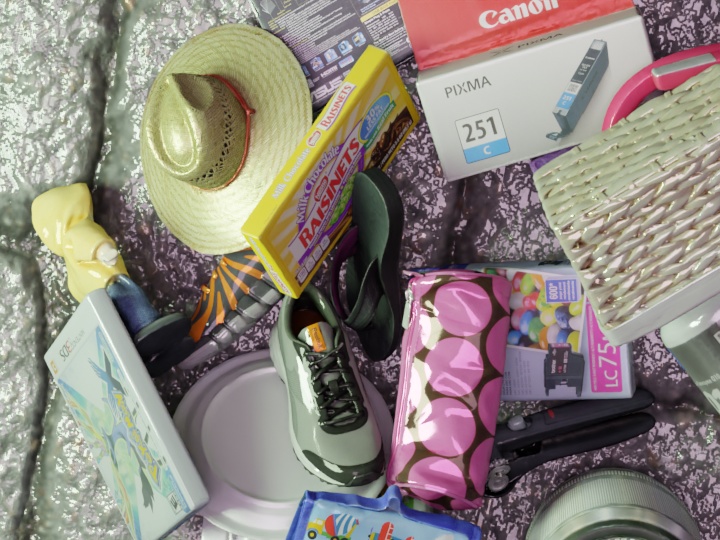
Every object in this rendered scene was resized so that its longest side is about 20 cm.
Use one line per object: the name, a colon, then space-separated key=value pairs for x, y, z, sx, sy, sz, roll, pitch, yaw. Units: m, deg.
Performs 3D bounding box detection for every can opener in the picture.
can opener: x=0.165 y=0.143 z=1.671 sx=0.198 sy=0.079 sz=0.064 roll=-17 pitch=134 yaw=-2

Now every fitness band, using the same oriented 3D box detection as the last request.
fitness band: x=0.299 y=-0.117 z=1.594 sx=0.198 sy=0.038 sz=0.145 roll=-11 pitch=119 yaw=-1

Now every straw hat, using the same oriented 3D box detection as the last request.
straw hat: x=-0.138 y=-0.119 z=1.617 sx=0.199 sy=0.085 sz=0.203 roll=-4 pitch=82 yaw=32

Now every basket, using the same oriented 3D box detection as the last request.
basket: x=0.249 y=-0.057 z=1.525 sx=0.199 sy=0.136 sz=0.124 roll=-30 pitch=114 yaw=10

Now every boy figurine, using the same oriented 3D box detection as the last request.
boy figurine: x=-0.220 y=0.005 z=1.664 sx=0.064 sy=0.125 sz=0.200 roll=-29 pitch=58 yaw=-16

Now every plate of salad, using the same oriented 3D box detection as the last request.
plate of salad: x=-0.068 y=0.154 z=1.660 sx=0.198 sy=0.201 sz=0.048 roll=7 pitch=142 yaw=4

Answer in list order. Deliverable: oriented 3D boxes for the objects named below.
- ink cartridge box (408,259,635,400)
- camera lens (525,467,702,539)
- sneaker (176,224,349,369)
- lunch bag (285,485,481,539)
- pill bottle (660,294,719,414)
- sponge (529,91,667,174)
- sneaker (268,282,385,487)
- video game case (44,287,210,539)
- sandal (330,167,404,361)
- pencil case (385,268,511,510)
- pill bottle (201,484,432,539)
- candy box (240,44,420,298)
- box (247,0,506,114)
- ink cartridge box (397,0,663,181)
ink cartridge box: x=0.138 y=0.053 z=1.668 sx=0.198 sy=0.042 sz=0.121 roll=-2 pitch=100 yaw=17
camera lens: x=0.217 y=0.260 z=1.620 sx=0.158 sy=0.200 sz=0.162 roll=1 pitch=97 yaw=5
sneaker: x=-0.113 y=-0.011 z=1.685 sx=0.200 sy=0.078 sz=0.112 roll=-43 pitch=88 yaw=-2
lunch bag: x=0.005 y=0.259 z=1.578 sx=0.149 sy=0.094 sz=0.202 roll=14 pitch=118 yaw=-7
pill bottle: x=0.328 y=0.060 z=1.629 sx=0.114 sy=0.114 sz=0.200 roll=-39 pitch=92 yaw=8
sponge: x=0.257 y=-0.091 z=1.659 sx=0.199 sy=0.030 sz=0.112 roll=-28 pitch=93 yaw=9
sneaker: x=-0.032 y=0.098 z=1.625 sx=0.073 sy=0.080 sz=0.201 roll=-13 pitch=53 yaw=-14
video game case: x=-0.205 y=0.133 z=1.643 sx=0.022 sy=0.182 sz=0.201 roll=-24 pitch=81 yaw=-27
sandal: x=-0.001 y=-0.001 z=1.637 sx=0.048 sy=0.075 sz=0.202 roll=-22 pitch=136 yaw=-23
pencil case: x=0.070 y=0.099 z=1.606 sx=0.093 sy=0.091 sz=0.202 roll=9 pitch=82 yaw=-25
pill bottle: x=-0.037 y=0.242 z=1.684 sx=0.198 sy=0.111 sz=0.112 roll=2 pitch=97 yaw=5
candy box: x=-0.023 y=-0.083 z=1.612 sx=0.026 sy=0.102 sz=0.201 roll=23 pitch=71 yaw=33
box: x=0.004 y=-0.252 z=1.651 sx=0.199 sy=0.049 sz=0.162 roll=-30 pitch=96 yaw=8
ink cartridge box: x=0.141 y=-0.187 z=1.608 sx=0.198 sy=0.045 sz=0.178 roll=-16 pitch=108 yaw=8
